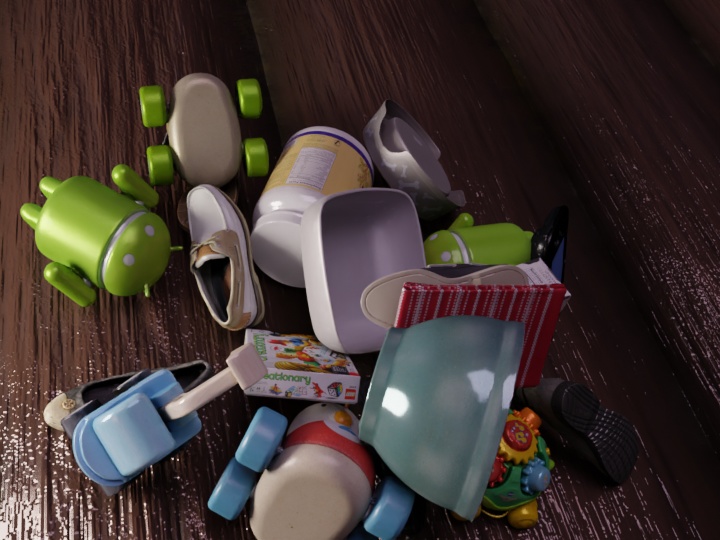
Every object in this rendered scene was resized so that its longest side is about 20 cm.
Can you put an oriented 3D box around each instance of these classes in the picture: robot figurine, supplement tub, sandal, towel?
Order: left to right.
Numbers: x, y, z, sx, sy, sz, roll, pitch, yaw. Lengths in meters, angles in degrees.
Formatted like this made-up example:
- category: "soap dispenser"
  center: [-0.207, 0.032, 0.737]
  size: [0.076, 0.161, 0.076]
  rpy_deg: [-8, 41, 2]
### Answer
- category: "robot figurine"
  center: [-0.333, -0.044, 1.055]
  size: [0.198, 0.116, 0.177]
  rpy_deg: [28, 72, 8]
- category: "sandal"
  center: [-0.213, -0.107, 1.195]
  size: [0.079, 0.055, 0.201]
  rpy_deg: [1, 35, 1]
- category: "supplement tub"
  center: [-0.068, -0.091, 1.154]
  size: [0.144, 0.146, 0.201]
  rpy_deg: [18, 49, 1]
- category: "towel"
  center: [0.128, 0.075, 0.916]
  size: [0.197, 0.146, 0.023]
  rpy_deg: [0, 31, -15]
- category: "robot figurine"
  center: [0.166, -0.004, 1.160]
  size: [0.197, 0.117, 0.176]
  rpy_deg: [-7, 35, -17]

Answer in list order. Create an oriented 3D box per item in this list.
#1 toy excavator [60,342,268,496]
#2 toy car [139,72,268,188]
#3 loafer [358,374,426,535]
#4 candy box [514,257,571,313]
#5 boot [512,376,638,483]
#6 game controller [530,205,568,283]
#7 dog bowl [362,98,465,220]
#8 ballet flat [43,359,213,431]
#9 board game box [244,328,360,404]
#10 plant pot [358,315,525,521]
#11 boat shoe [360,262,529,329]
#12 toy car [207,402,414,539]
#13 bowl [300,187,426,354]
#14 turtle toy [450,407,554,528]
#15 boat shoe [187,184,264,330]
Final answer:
- category: "toy excavator"
  center: [-0.202, 0.151, 0.855]
  size: [0.193, 0.200, 0.101]
  rpy_deg: [-33, 95, -26]
- category: "toy car"
  center: [-0.235, -0.196, 1.198]
  size: [0.162, 0.200, 0.160]
  rpy_deg: [-7, 95, -16]
- category: "loafer"
  center: [0.033, 0.218, 0.979]
  size: [0.070, 0.068, 0.203]
  rpy_deg: [-17, 56, 11]
- category: "candy box"
  center: [0.149, 0.087, 1.042]
  size: [0.198, 0.169, 0.072]
  rpy_deg: [-17, 54, -26]
- category: "boot"
  center: [0.262, 0.186, 1.040]
  size: [0.068, 0.200, 0.130]
  rpy_deg: [-53, 31, -15]
- category: "game controller"
  center: [0.261, 0.010, 1.123]
  size: [0.042, 0.202, 0.104]
  rpy_deg: [21, 47, 29]
- category: "dog bowl"
  center: [0.079, -0.163, 1.246]
  size: [0.200, 0.058, 0.201]
  rpy_deg: [46, 21, -23]
- category: "ballet flat"
  center: [-0.271, 0.141, 0.964]
  size: [0.198, 0.057, 0.067]
  rpy_deg: [-13, 54, -24]
- category: "board game box"
  center: [-0.076, 0.111, 0.974]
  size: [0.124, 0.035, 0.200]
  rpy_deg: [6, 7, -10]
- category: "plant pot"
  center: [0.076, 0.132, 0.827]
  size: [0.132, 0.202, 0.202]
  rpy_deg: [16, 48, 7]
- category: "boat shoe"
  center: [0.093, 0.028, 0.943]
  size: [0.197, 0.063, 0.074]
  rpy_deg: [-7, 97, -11]
- category: "toy car"
  center: [-0.038, 0.201, 0.912]
  size: [0.183, 0.178, 0.201]
  rpy_deg: [28, 36, -3]
- category: "bowl"
  center: [0.000, 0.000, 1.042]
  size: [0.199, 0.074, 0.203]
  rpy_deg: [-9, 91, -48]
- category: "turtle toy"
  center: [0.146, 0.213, 0.969]
  size: [0.197, 0.102, 0.147]
  rpy_deg: [12, 48, -15]
- category: "boat shoe"
  center: [-0.183, -0.021, 1.061]
  size: [0.068, 0.074, 0.202]
  rpy_deg: [-2, 68, -67]
